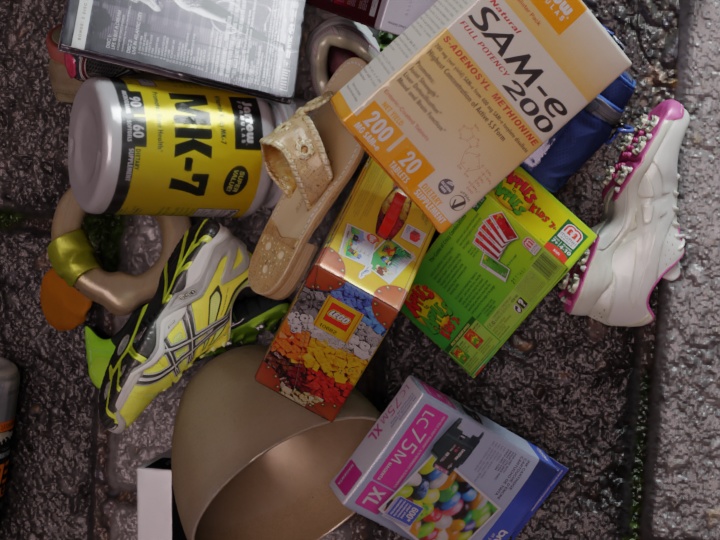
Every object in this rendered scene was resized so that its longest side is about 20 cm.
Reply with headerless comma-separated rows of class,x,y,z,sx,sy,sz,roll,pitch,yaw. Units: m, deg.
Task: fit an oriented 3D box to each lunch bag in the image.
lunch bag,0.141,-0.166,1.594,0.199,0.136,0.133,35,101,2

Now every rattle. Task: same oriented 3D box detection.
rattle,-0.197,-0.039,1.727,0.129,0.143,0.201,24,62,12

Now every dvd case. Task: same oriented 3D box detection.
dvd case,-0.143,-0.228,1.598,0.198,0.016,0.150,12,68,-14

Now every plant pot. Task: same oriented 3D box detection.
plant pot,-0.085,0.144,1.658,0.200,0.200,0.135,-41,59,12

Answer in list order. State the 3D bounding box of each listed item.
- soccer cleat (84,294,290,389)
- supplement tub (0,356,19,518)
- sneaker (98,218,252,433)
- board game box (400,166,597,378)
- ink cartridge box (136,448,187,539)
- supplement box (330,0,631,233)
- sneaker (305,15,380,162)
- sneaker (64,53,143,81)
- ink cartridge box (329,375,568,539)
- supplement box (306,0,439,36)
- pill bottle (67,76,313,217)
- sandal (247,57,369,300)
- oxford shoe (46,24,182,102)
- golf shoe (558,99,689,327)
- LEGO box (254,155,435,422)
soccer cleat,-0.160,0.048,1.714,0.198,0.067,0.082,-22,78,13
supplement tub,-0.382,0.177,1.738,0.121,0.123,0.202,11,98,10
sneaker,-0.154,0.058,1.632,0.076,0.075,0.201,32,94,-22
board game box,0.108,0.000,1.600,0.101,0.048,0.200,42,144,5
ink cartridge box,-0.170,0.267,1.717,0.039,0.099,0.202,3,97,12
supplement box,0.092,-0.145,1.478,0.200,0.074,0.126,-42,109,6
sneaker,0.014,-0.130,1.647,0.081,0.088,0.200,-40,87,12
sneaker,-0.159,-0.206,1.627,0.199,0.081,0.075,-22,49,-23
ink cartridge box,0.084,0.183,1.634,0.199,0.042,0.120,30,101,-33
supplement box,0.018,-0.256,1.580,0.060,0.200,0.110,13,100,-25
pill bottle,-0.140,-0.103,1.624,0.198,0.114,0.116,0,97,-26
sandal,-0.055,-0.084,1.564,0.077,0.069,0.214,24,92,49
oxford shoe,-0.182,-0.170,1.705,0.198,0.071,0.075,12,127,6
golf shoe,0.243,-0.045,1.628,0.091,0.075,0.202,22,102,-7
LEGO box,0.000,0.000,1.577,0.077,0.201,0.149,28,132,-2
